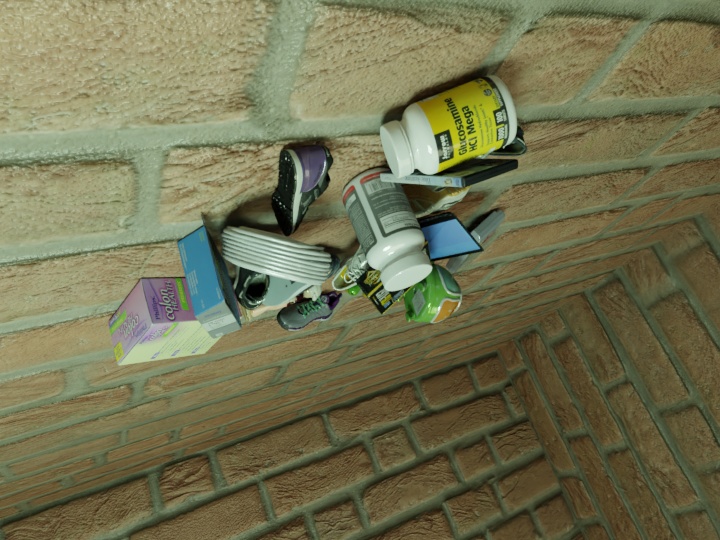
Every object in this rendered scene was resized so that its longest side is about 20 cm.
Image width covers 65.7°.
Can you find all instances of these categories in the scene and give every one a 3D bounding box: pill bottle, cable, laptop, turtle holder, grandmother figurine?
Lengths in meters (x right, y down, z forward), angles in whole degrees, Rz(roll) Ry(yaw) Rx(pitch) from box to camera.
[{"bbox_3d":[0.049,-0.074,1.020,0.114,0.203,0.116,-19,160,-7],"label":"pill bottle"},{"bbox_3d":[0.135,-0.221,0.880,0.196,0.114,0.113,-22,160,-5],"label":"pill bottle"},{"bbox_3d":[-0.149,-0.027,0.975,0.197,0.071,0.198,15,-179,-39],"label":"cable"},{"bbox_3d":[0.131,-0.057,1.209,0.198,0.106,0.176,-18,-177,-38],"label":"laptop"},{"bbox_3d":[0.166,0.048,1.366,0.129,0.185,0.144,7,104,-21],"label":"turtle holder"},{"bbox_3d":[-0.181,0.066,1.327,0.197,0.062,0.121,-19,-167,-22],"label":"grandmother figurine"}]

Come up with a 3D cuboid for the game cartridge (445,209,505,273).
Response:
[{"bbox_3d":[0.299,-0.071,1.483,0.132,0.041,0.201,-35,166,-26],"label":"game cartridge"}]

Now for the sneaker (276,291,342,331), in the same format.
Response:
[{"bbox_3d":[-0.131,0.093,1.447,0.198,0.075,0.088,-15,151,-53],"label":"sneaker"}]

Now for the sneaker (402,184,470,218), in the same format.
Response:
[{"bbox_3d":[0.136,-0.137,1.142,0.196,0.077,0.088,-20,160,-9],"label":"sneaker"}]

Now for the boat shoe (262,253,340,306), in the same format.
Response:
[{"bbox_3d":[-0.135,0.022,1.245,0.198,0.072,0.090,-26,173,27],"label":"boat shoe"}]

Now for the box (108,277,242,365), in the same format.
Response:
[{"bbox_3d":[-0.376,0.100,1.133,0.198,0.098,0.175,-2,151,-47],"label":"box"}]

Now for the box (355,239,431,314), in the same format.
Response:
[{"bbox_3d":[0.076,0.007,1.163,0.159,0.050,0.200,-41,163,-2],"label":"box"}]

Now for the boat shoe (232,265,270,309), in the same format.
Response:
[{"bbox_3d":[-0.225,0.037,1.161,0.075,0.061,0.201,-25,155,-19],"label":"boat shoe"}]

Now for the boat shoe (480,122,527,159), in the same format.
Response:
[{"bbox_3d":[0.232,-0.238,1.018,0.197,0.063,0.075,-4,154,-42],"label":"boat shoe"}]

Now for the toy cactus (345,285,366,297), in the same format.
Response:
[{"bbox_3d":[0.049,-0.005,1.355,0.197,0.103,0.165,-12,154,-41],"label":"toy cactus"}]

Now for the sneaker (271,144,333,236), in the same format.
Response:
[{"bbox_3d":[-0.090,-0.127,0.927,0.086,0.077,0.201,-20,160,-25],"label":"sneaker"}]

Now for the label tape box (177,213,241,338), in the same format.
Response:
[{"bbox_3d":[-0.269,0.017,0.977,0.062,0.147,0.201,-17,159,-8],"label":"label tape box"}]

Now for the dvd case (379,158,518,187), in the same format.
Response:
[{"bbox_3d":[0.147,-0.170,0.951,0.141,0.018,0.198,-22,-158,-34],"label":"dvd case"}]

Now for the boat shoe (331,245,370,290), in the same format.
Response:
[{"bbox_3d":[-0.004,-0.003,1.201,0.201,0.075,0.087,-28,-157,49],"label":"boat shoe"}]
